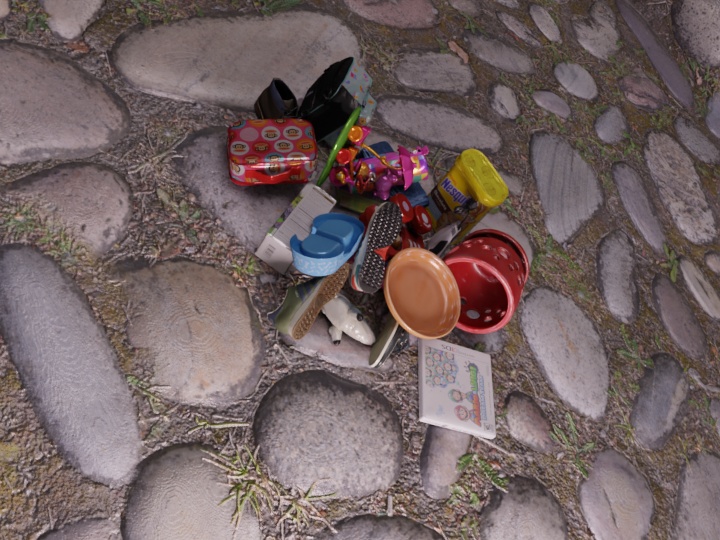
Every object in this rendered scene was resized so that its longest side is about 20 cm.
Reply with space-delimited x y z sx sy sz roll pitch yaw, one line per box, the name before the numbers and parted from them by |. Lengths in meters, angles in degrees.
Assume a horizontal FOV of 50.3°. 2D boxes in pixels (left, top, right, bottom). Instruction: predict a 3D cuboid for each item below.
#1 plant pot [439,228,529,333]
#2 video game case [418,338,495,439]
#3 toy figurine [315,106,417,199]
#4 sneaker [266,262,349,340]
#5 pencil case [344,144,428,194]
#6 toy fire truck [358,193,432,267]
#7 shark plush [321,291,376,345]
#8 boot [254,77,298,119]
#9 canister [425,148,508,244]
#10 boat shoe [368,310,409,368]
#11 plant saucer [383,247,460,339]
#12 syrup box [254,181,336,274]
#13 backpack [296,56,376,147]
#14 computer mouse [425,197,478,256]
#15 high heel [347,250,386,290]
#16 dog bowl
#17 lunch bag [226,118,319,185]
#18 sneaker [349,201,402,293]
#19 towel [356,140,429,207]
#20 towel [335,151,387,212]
plant pot | 0.283 0.014 1.752 0.200 0.200 0.183 43 44 1
video game case | 0.208 0.251 1.659 0.181 0.024 0.201 18 52 -20
toy figurine | 0.026 -0.226 1.685 0.184 0.201 0.150 30 13 0
sneaker | -0.112 0.045 1.549 0.090 0.067 0.200 20 58 28
pencil case | 0.061 -0.236 1.779 0.199 0.088 0.089 -14 62 -1
toy fire truck | 0.088 -0.064 1.712 0.200 0.112 0.169 23 48 -50
shark plush | -0.046 0.080 1.620 0.200 0.091 0.083 44 23 30
boot | -0.181 -0.350 1.783 0.074 0.097 0.201 -16 68 -38
canister | 0.246 -0.173 1.855 0.086 0.200 0.149 -21 71 -40
boat shoe | 0.078 0.140 1.623 0.066 0.074 0.200 39 42 -12
plant saucer | 0.126 0.050 1.625 0.199 0.037 0.201 15 62 -31
syrup box | -0.137 -0.094 1.646 0.081 0.079 0.200 36 47 -5
backpack | -0.050 -0.412 1.859 0.153 0.175 0.201 36 44 -28
computer mouse | 0.198 -0.086 1.771 0.044 0.200 0.110 38 32 8
high heel | 0.000 0.000 1.690 0.096 0.067 0.200 -38 94 -18
dog bowl | -0.068 -0.052 1.559 0.111 0.050 0.200 19 33 18
lunch bag | -0.191 -0.252 1.677 0.199 0.082 0.177 -3 48 -9
sneaker | 0.022 -0.050 1.606 0.070 0.093 0.201 21 80 -26
towel | 0.082 -0.226 1.865 0.111 0.049 0.200 -26 76 -41
towel | 0.007 -0.213 1.857 0.143 0.023 0.201 17 53 -22
